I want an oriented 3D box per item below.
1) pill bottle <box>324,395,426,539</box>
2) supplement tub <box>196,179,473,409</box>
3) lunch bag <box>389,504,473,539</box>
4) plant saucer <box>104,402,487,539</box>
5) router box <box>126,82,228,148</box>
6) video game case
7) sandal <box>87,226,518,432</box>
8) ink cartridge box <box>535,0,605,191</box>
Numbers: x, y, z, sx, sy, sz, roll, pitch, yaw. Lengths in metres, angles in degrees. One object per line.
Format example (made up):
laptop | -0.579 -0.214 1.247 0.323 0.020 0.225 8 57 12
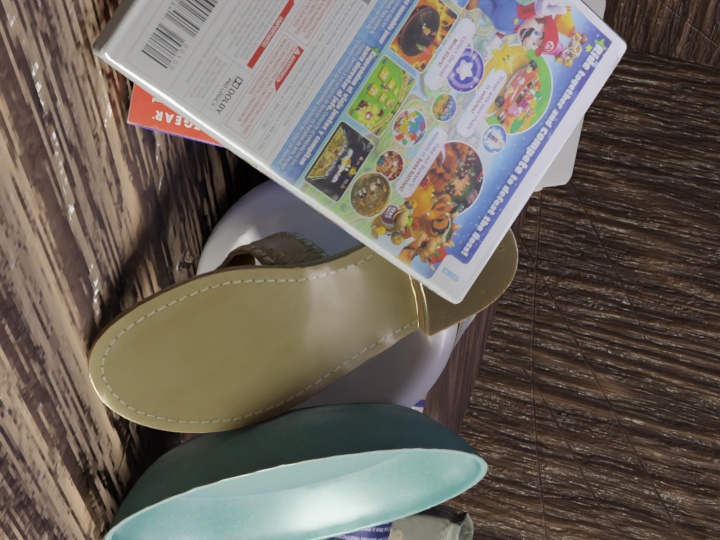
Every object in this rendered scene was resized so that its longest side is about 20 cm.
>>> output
pill bottle | -0.029 0.148 0.880 0.116 0.116 0.200 31 74 -79
supplement tub | 0.000 0.000 0.755 0.200 0.144 0.145 -44 147 -72
lunch bag | 0.006 0.234 1.054 0.200 0.164 0.118 28 71 -79
plant saucer | -0.035 0.108 0.667 0.200 0.200 0.036 78 0 -68
router box | -0.037 -0.155 0.609 0.200 0.049 0.180 -36 139 -74
video game case | 0.009 -0.093 0.534 0.143 0.200 0.018 -57 -150 -2
sandal | -0.031 0.015 0.621 0.070 0.211 0.078 -142 -145 -64
ink cartridge box | 0.052 -0.100 0.657 0.200 0.068 0.115 -10 113 -58
